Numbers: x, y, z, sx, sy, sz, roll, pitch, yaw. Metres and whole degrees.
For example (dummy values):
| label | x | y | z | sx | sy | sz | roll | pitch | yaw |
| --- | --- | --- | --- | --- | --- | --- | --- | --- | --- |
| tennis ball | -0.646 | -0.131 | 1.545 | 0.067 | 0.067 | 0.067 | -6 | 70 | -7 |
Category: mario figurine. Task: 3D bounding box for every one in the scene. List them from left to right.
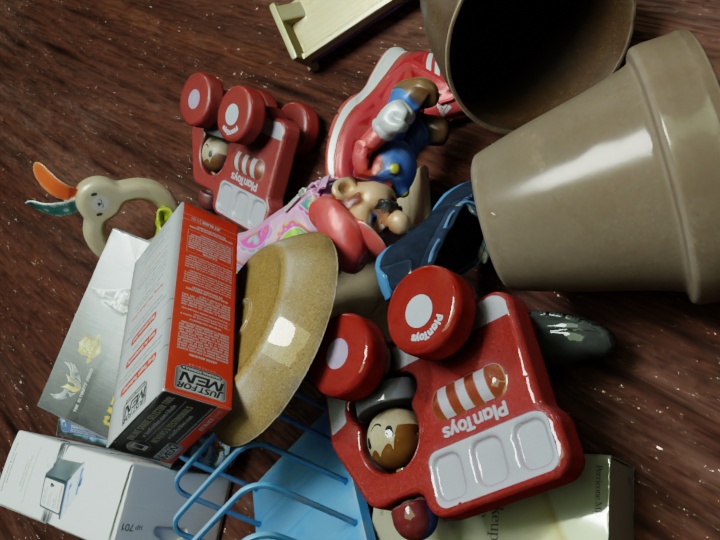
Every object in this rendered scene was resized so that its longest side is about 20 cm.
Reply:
| label | x | y | z | sx | sy | sz | roll | pitch | yaw |
| --- | --- | --- | --- | --- | --- | --- | --- | --- | --- |
| mario figurine | 0.036 | -0.080 | 0.697 | 0.106 | 0.123 | 0.200 | -14 | 43 | 58 |

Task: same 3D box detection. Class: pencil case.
| label | x | y | z | sx | sy | sz | roll | pitch | yaw |
| --- | --- | --- | --- | --- | --- | --- | --- | --- | --- |
| pencil case | -0.082 | -0.029 | 0.794 | 0.200 | 0.087 | 0.088 | -26 | 56 | 35 |

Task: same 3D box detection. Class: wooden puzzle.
| label | x | y | z | sx | sy | sz | roll | pitch | yaw |
| --- | --- | --- | --- | --- | --- | --- | --- | --- | --- |
| wooden puzzle | 0.000 | 0.000 | 0.798 | 0.200 | 0.037 | 0.185 | -20 | 58 | 32 |

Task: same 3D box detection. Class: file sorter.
| label | x | y | z | sx | sy | sz | roll | pitch | yaw |
| --- | --- | --- | --- | --- | --- | --- | --- | --- | --- |
| file sorter | -0.086 | 0.208 | 0.657 | 0.139 | 0.123 | 0.200 | -48 | 29 | 17 |

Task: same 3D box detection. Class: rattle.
| label | x | y | z | sx | sy | sz | roll | pitch | yaw |
| --- | --- | --- | --- | --- | --- | --- | --- | --- | --- |
| rattle | -0.299 | -0.049 | 0.915 | 0.130 | 0.200 | 0.143 | -38 | 49 | 18 |

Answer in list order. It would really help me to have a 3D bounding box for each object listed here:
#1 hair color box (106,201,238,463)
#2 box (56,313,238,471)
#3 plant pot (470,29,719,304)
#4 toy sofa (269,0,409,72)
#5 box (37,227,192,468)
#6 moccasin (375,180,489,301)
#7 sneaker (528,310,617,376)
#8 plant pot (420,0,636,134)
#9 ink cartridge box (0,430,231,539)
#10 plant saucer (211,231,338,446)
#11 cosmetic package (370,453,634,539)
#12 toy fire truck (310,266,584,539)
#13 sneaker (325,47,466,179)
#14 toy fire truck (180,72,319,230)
| label | x | y | z | sx | sy | sz | roll | pitch | yaw |
| --- | --- | --- | --- | --- | --- | --- | --- | --- | --- |
| hair color box | -0.157 | 0.049 | 0.639 | 0.101 | 0.061 | 0.200 | -42 | 37 | 34 |
| box | -0.223 | 0.129 | 0.813 | 0.200 | 0.040 | 0.137 | 9 | 91 | 9 |
| plant pot | 0.184 | -0.058 | 0.574 | 0.174 | 0.200 | 0.201 | -15 | 61 | 19 |
| toy sofa | -0.003 | -0.335 | 0.929 | 0.200 | 0.098 | 0.083 | -27 | 81 | 22 |
| box | -0.217 | 0.077 | 0.768 | 0.158 | 0.048 | 0.200 | 23 | 87 | 9 |
| moccasin | 0.095 | -0.024 | 0.670 | 0.068 | 0.081 | 0.200 | -6 | 28 | 43 |
| sneaker | 0.128 | 0.087 | 0.654 | 0.200 | 0.076 | 0.091 | -15 | 68 | 39 |
| plant pot | 0.135 | -0.264 | 0.745 | 0.187 | 0.187 | 0.200 | -42 | 38 | 12 |
| ink cartridge box | -0.264 | 0.238 | 0.800 | 0.200 | 0.146 | 0.086 | 1 | 71 | 35 |
| plant saucer | -0.091 | 0.049 | 0.644 | 0.200 | 0.035 | 0.200 | -43 | 31 | 35 |
| cosmetic package | 0.112 | 0.200 | 0.606 | 0.200 | 0.073 | 0.104 | -7 | 66 | 33 |
| toy fire truck | 0.055 | 0.106 | 0.565 | 0.200 | 0.112 | 0.168 | -32 | 52 | 30 |
| sneaker | 0.046 | -0.161 | 0.798 | 0.115 | 0.078 | 0.200 | 11 | 68 | 36 |
| toy fire truck | -0.153 | -0.144 | 0.931 | 0.200 | 0.112 | 0.168 | 27 | 105 | 40 |
